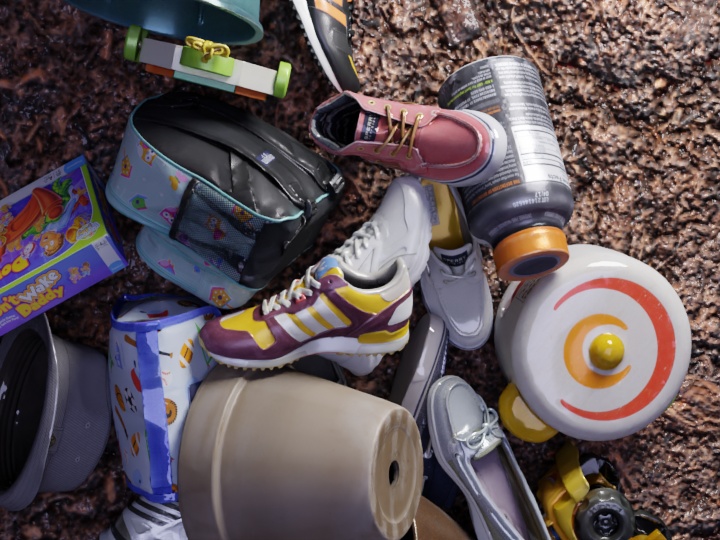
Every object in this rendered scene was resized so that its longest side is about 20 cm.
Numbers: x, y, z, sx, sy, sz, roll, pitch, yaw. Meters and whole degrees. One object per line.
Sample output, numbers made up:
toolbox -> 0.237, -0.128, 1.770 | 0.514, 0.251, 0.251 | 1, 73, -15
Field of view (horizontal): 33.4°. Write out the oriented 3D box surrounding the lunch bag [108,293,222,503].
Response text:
lunch bag -> -0.181, 0.114, 1.145 | 0.121, 0.200, 0.173 | -6, 96, -3

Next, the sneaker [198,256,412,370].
sneaker -> -0.050, 0.030, 1.086 | 0.196, 0.075, 0.092 | -6, 118, -14

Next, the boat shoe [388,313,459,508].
boat shoe -> 0.078, 0.148, 1.239 | 0.091, 0.075, 0.203 | 14, 103, -11

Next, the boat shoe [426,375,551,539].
boat shoe -> 0.129, 0.196, 1.179 | 0.074, 0.064, 0.205 | -20, 88, -39

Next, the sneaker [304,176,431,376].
sneaker -> 0.000, 0.000, 1.153 | 0.098, 0.078, 0.203 | 17, 98, -25

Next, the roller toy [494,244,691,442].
roller toy -> 0.228, 0.071, 1.201 | 0.196, 0.140, 0.186 | -6, 96, -3

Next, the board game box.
board game box -> -0.330, -0.012, 1.153 | 0.198, 0.135, 0.045 | -29, 134, -1

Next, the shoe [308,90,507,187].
shoe -> 0.039, -0.124, 1.130 | 0.090, 0.199, 0.073 | 6, 96, -42

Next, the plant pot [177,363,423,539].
plant pot -> -0.043, 0.180, 1.089 | 0.171, 0.199, 0.204 | 0, 98, 27

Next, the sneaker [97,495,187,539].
sneaker -> -0.162, 0.303, 1.230 | 0.115, 0.076, 0.200 | -45, 95, 3

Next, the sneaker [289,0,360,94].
sneaker -> -0.026, -0.273, 1.178 | 0.089, 0.070, 0.203 | -23, 96, 2

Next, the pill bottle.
pill bottle -> 0.143, -0.094, 1.155 | 0.104, 0.107, 0.203 | -10, 69, -3

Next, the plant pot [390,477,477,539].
plant pot -> 0.058, 0.315, 1.196 | 0.198, 0.186, 0.189 | 26, 95, -36

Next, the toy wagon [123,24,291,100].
toy wagon -> -0.141, -0.190, 1.113 | 0.152, 0.200, 0.040 | 13, 97, -6

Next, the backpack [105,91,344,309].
backpack -> -0.139, -0.074, 1.140 | 0.199, 0.176, 0.154 | 36, 122, 4

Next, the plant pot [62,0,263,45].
plant pot -> -0.171, -0.333, 1.109 | 0.197, 0.200, 0.200 | 10, 88, -5

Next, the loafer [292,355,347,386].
loafer -> -0.046, 0.125, 1.221 | 0.069, 0.070, 0.203 | -20, 97, -2

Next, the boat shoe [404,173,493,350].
boat shoe -> 0.091, -0.014, 1.216 | 0.070, 0.070, 0.204 | -13, 97, -3

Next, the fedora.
fedora -> -0.300, 0.136, 1.176 | 0.089, 0.176, 0.204 | 12, 87, -35

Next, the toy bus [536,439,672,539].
toy bus -> 0.224, 0.308, 1.240 | 0.191, 0.136, 0.201 | -40, 96, 11
